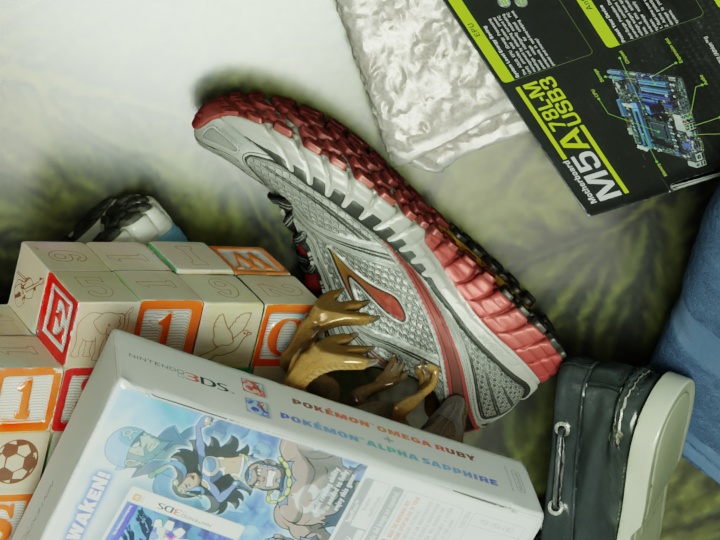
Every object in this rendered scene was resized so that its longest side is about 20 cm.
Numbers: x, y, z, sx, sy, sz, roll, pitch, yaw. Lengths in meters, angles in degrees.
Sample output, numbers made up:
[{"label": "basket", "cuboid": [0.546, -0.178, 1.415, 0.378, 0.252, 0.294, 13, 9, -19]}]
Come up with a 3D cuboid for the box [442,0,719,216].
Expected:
[{"label": "box", "cuboid": [0.126, -0.128, 0.868, 0.193, 0.048, 0.200, -16, 123, 36]}]

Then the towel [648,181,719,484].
[{"label": "towel", "cuboid": [0.184, 0.031, 0.939, 0.112, 0.200, 0.048, 41, 62, 20]}]

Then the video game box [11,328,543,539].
[{"label": "video game box", "cuboid": [-0.053, 0.138, 0.877, 0.181, 0.047, 0.201, 19, 115, -22]}]

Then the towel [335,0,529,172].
[{"label": "towel", "cuboid": [0.043, -0.151, 0.950, 0.132, 0.034, 0.201, -21, 106, 0]}]

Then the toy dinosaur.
[{"label": "toy dinosaur", "cuboid": [-0.026, 0.070, 0.894, 0.199, 0.060, 0.107, -6, 119, -30]}]

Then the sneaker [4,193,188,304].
[{"label": "sneaker", "cuboid": [-0.139, 0.063, 0.972, 0.200, 0.078, 0.090, -42, 108, 7]}]

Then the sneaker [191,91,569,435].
[{"label": "sneaker", "cuboid": [0.000, 0.000, 0.966, 0.200, 0.078, 0.082, 43, 99, -15]}]

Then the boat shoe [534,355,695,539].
[{"label": "boat shoe", "cuboid": [0.099, 0.121, 1.010, 0.066, 0.075, 0.200, 23, 132, 19]}]

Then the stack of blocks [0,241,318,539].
[{"label": "stack of blocks", "cuboid": [-0.125, 0.052, 0.899, 0.199, 0.059, 0.116, 0, 115, -33]}]
